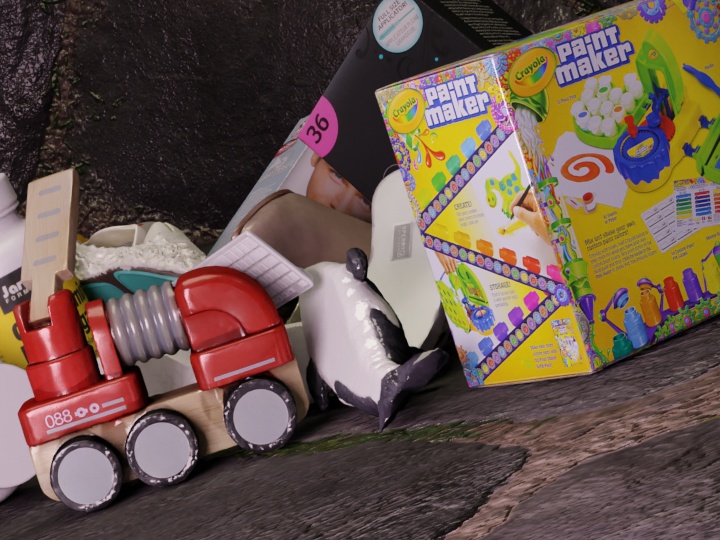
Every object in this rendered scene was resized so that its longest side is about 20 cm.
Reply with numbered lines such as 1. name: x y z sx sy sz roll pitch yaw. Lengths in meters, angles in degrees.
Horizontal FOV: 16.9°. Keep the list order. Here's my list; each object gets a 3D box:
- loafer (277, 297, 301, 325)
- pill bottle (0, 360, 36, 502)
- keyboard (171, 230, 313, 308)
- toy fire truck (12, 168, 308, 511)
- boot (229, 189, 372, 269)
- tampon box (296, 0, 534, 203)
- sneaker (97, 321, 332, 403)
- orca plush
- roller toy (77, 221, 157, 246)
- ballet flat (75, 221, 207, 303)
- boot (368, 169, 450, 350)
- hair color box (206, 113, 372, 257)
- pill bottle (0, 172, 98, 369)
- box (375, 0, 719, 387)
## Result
1. loafer: -0.079 0.048 1.736 0.199 0.068 0.076 -12 39 42
2. pill bottle: -0.290 0.112 1.665 0.111 0.112 0.199 -21 6 -34
3. keyboard: -0.095 0.019 1.605 0.200 0.056 0.011 -31 29 58
4. toy fire truck: -0.141 0.029 1.531 0.175 0.201 0.129 -18 6 -1
5. boot: 0.000 0.000 1.763 0.146 0.071 0.200 26 15 15
6. tampon box: 0.085 -0.101 1.813 0.150 0.200 0.126 -57 -21 21
7. sneaker: -0.097 0.082 1.647 0.199 0.076 0.088 -10 -5 14
8. orca plush: 0.021 0.043 1.511 0.071 0.106 0.200 7 3 -20
9. roller toy: -0.242 0.035 2.152 0.199 0.141 0.182 -21 5 -23
10. ballet flat: -0.169 -0.006 1.832 0.199 0.072 0.072 -2 14 43
11. boot: 0.040 0.027 1.648 0.073 0.096 0.201 -7 43 20
12. hair color box: -0.042 -0.030 1.896 0.061 0.099 0.200 -26 26 50
13. pill bottle: -0.259 0.035 1.806 0.112 0.201 0.112 -24 12 5
14. box: 0.145 -0.055 1.472 0.199 0.194 0.122 -21 6 -35
